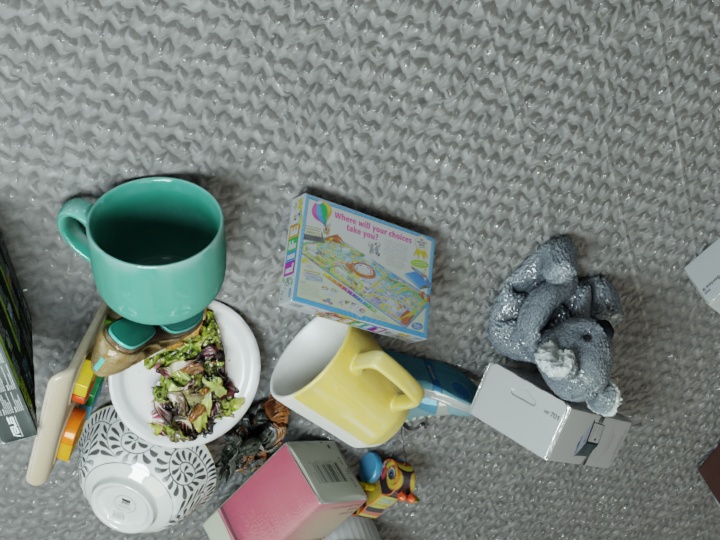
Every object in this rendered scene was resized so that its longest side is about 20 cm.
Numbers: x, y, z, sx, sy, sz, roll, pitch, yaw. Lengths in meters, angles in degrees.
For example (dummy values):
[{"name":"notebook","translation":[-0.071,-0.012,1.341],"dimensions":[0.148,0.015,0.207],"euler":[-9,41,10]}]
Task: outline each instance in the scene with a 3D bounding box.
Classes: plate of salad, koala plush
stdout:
[{"name":"plate of salad","translation":[-0.219,0.134,1.365],"dimensions":[0.198,0.048,0.202],"euler":[-5,104,-23]},{"name":"koala plush","translation":[0.276,0.100,1.447],"dimensions":[0.183,0.201,0.177],"euler":[-39,131,16]}]

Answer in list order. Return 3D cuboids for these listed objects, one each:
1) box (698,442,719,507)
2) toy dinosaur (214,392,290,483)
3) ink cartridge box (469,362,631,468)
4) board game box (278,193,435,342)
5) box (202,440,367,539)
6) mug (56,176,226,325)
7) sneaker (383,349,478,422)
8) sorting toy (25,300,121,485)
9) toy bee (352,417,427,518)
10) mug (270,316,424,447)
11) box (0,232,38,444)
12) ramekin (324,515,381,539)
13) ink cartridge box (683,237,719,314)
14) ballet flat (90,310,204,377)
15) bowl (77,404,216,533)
[{"name":"box","translation":[0.727,0.343,1.835],"dimensions":[0.163,0.167,0.201],"euler":[11,126,-27]},{"name":"toy dinosaur","translation":[-0.151,0.217,1.491],"dimensions":[0.135,0.102,0.202],"euler":[-9,122,-39]},{"name":"ink cartridge box","translation":[0.273,0.207,1.531],"dimensions":[0.199,0.146,0.087],"euler":[16,100,-50]},{"name":"board game box","translation":[0.000,0.000,1.316],"dimensions":[0.199,0.136,0.034],"euler":[18,159,-30]},{"name":"box","translation":[-0.110,0.352,1.568],"dimensions":[0.200,0.109,0.127],"euler":[-46,152,21]},{"name":"mug","translation":[-0.237,-0.022,1.217],"dimensions":[0.151,0.185,0.115],"euler":[-27,141,-28]},{"name":"sneaker","translation":[0.073,0.195,1.544],"dimensions":[0.198,0.080,0.131],"euler":[20,119,-21]},{"name":"sorting toy","translation":[-0.329,0.135,1.280],"dimensions":[0.036,0.201,0.186],"euler":[22,123,-2]},{"name":"toy bee","translation":[0.038,0.320,1.618],"dimensions":[0.129,0.109,0.201],"euler":[0,129,-17]},{"name":"mug","translation":[-0.010,0.157,1.382],"dimensions":[0.149,0.187,0.153],"euler":[-45,112,2]},{"name":"box","translation":[-0.402,0.053,1.177],"dimensions":[0.047,0.194,0.201],"euler":[-11,133,-7]},{"name":"ramekin","translation":[-0.051,0.469,1.721],"dimensions":[0.198,0.098,0.202],"euler":[-10,132,-11]},{"name":"ink cartridge box","translation":[0.591,0.015,1.561],"dimensions":[0.199,0.084,0.146],"euler":[30,115,-36]},{"name":"ballet flat","translation":[-0.256,0.080,1.262],"dimensions":[0.068,0.200,0.072],"euler":[42,112,3]},{"name":"bowl","translation":[-0.301,0.284,1.425],"dimensions":[0.198,0.094,0.203],"euler":[7,122,10]}]
